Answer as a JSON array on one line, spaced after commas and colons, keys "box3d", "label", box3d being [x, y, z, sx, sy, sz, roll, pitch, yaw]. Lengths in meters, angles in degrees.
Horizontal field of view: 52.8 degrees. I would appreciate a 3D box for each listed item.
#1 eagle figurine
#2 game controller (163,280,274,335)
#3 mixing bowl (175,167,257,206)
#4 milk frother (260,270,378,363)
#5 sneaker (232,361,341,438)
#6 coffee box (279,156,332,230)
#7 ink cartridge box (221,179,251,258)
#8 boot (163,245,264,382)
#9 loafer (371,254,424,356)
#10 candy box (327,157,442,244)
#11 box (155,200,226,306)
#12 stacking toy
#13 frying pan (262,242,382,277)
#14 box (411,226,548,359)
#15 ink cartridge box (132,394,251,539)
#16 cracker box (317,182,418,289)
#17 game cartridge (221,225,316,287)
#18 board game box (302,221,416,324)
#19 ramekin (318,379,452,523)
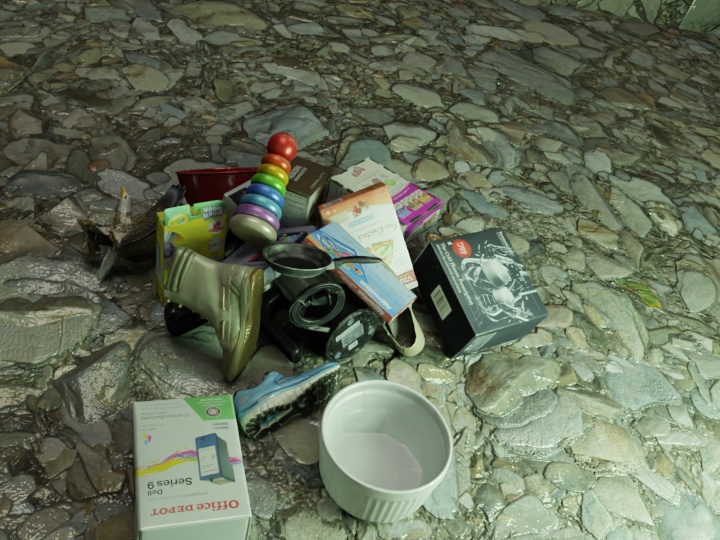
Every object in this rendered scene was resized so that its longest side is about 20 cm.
[{"box3d": [-0.405, -0.079, 1.316, 0.196, 0.154, 0.153, -5, 31, -12], "label": "eagle figurine"}, {"box3d": [-0.246, 0.045, 1.256, 0.197, 0.043, 0.104, -27, 22, -12], "label": "game controller"}, {"box3d": [-0.266, -0.147, 1.447, 0.195, 0.111, 0.200, -2, 10, 0], "label": "mixing bowl"}, {"box3d": [-0.084, 0.036, 1.247, 0.178, 0.203, 0.188, -23, 51, -32], "label": "milk frother"}, {"box3d": [-0.116, 0.184, 1.160, 0.197, 0.080, 0.090, -19, 46, -35], "label": "sneaker"}, {"box3d": [-0.123, -0.099, 1.390, 0.078, 0.203, 0.115, 21, 39, 8], "label": "coffee box"}, {"box3d": [-0.233, -0.081, 1.347, 0.039, 0.201, 0.099, 42, 46, 9], "label": "ink cartridge box"}, {"box3d": [-0.241, 0.070, 1.165, 0.152, 0.204, 0.072, 17, 25, 9], "label": "boot"}, {"box3d": [0.055, 0.060, 1.293, 0.075, 0.068, 0.202, -32, 88, -3], "label": "loafer"}, {"box3d": [0.047, -0.140, 1.466, 0.199, 0.062, 0.136, 35, 43, 23], "label": "candy box"}, {"box3d": [-0.297, -0.038, 1.264, 0.115, 0.203, 0.049, -13, 46, -31], "label": "box"}, {"box3d": [-0.155, -0.148, 1.252, 0.084, 0.086, 0.203, 17, 69, 3], "label": "stacking toy"}, {"box3d": [-0.071, -0.020, 1.174, 0.187, 0.032, 0.115, -4, 26, -34], "label": "frying pan"}, {"box3d": [0.221, 0.039, 1.371, 0.179, 0.104, 0.203, -12, 65, -30], "label": "box"}, {"box3d": [-0.235, 0.279, 0.990, 0.142, 0.089, 0.202, 0, 43, -19], "label": "ink cartridge box"}, {"box3d": [0.014, -0.044, 1.346, 0.132, 0.203, 0.058, -21, 15, -5], "label": "cracker box"}, {"box3d": [-0.168, -0.026, 1.255, 0.127, 0.039, 0.200, -8, 22, 28], "label": "game cartridge"}, {"box3d": [0.000, 0.000, 1.236, 0.200, 0.020, 0.103, 43, 31, 10], "label": "board game box"}, {"box3d": [0.028, 0.273, 1.077, 0.196, 0.106, 0.202, 9, 39, -8], "label": "ramekin"}]
